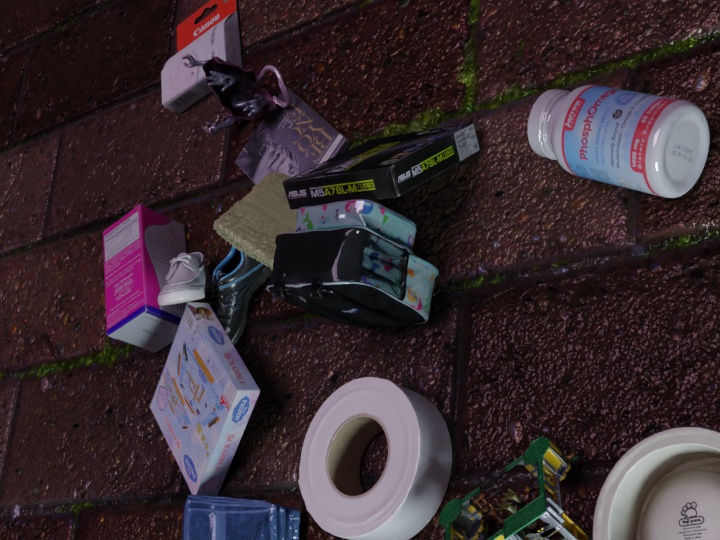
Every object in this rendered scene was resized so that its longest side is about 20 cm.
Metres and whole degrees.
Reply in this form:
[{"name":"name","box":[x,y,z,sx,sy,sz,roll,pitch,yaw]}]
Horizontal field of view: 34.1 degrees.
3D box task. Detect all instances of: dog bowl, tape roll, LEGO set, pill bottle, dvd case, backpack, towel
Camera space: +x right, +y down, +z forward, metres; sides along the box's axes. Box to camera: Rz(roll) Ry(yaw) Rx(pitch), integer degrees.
[{"name":"dog bowl","box":[0.334,0.262,1.165,0.198,0.073,0.203,-20,59,36]},{"name":"tape roll","box":[0.016,0.240,1.472,0.201,0.070,0.205,-19,60,36]},{"name":"LEGO set","box":[0.183,0.296,1.291,0.200,0.116,0.154,-42,19,15]},{"name":"pill bottle","box":[0.294,-0.156,1.364,0.199,0.108,0.110,20,85,46]},{"name":"dvd case","box":[-0.109,-0.183,1.817,0.150,0.016,0.200,-54,45,9]},{"name":"backpack","box":[0.000,0.000,1.505,0.176,0.199,0.153,-5,64,46]},{"name":"towel","box":[-0.106,-0.063,1.690,0.199,0.037,0.148,29,60,33]},{"name":"towel","box":[-0.168,0.366,1.590,0.198,0.048,0.114,-5,81,40]}]

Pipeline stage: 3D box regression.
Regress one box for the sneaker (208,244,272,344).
[{"name":"sneaker","box":[-0.201,0.034,1.758,0.073,0.081,0.202,28,92,44]}]

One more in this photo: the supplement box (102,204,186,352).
[{"name":"supplement box","box":[-0.343,0.013,1.885,0.103,0.101,0.202,-30,53,30]}]

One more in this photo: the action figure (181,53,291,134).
[{"name":"action figure","box":[-0.203,-0.304,1.891,0.147,0.136,0.200,-19,11,-4]}]

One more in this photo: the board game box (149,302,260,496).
[{"name":"board game box","box":[-0.230,0.187,1.700,0.201,0.041,0.201,53,129,43]}]

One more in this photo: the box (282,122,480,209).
[{"name":"box","box":[0.029,-0.139,1.556,0.191,0.199,0.048,-1,111,41]}]

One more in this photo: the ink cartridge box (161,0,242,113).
[{"name":"ink cartridge box","box":[-0.282,-0.397,2.053,0.161,0.057,0.203,-28,59,32]}]

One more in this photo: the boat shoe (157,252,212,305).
[{"name":"boat shoe","box":[-0.261,0.008,1.761,0.071,0.200,0.070,-9,97,10]}]
